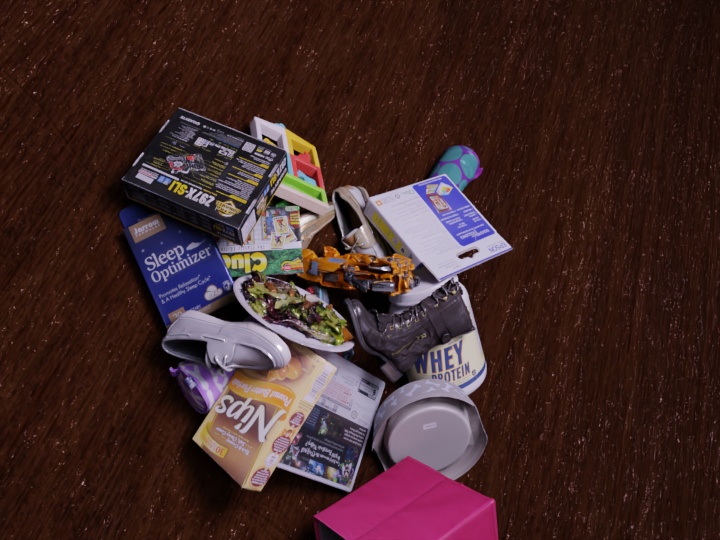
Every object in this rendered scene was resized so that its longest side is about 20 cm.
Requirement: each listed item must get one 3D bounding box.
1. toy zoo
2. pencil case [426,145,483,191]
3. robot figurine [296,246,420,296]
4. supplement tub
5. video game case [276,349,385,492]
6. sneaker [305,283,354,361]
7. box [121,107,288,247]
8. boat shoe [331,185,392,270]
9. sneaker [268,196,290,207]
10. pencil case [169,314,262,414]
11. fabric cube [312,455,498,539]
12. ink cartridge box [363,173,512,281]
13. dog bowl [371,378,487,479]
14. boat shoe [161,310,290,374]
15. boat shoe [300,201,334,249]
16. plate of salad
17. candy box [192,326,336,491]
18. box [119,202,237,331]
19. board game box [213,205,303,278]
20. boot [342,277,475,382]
[{"bbox_3d":[-0.124,-0.188,1.144,0.129,0.021,0.203,22,37,-32],"label":"toy zoo"},{"bbox_3d":[0.169,-0.157,1.337,0.091,0.086,0.202,28,59,6],"label":"pencil case"},{"bbox_3d":[0.000,0.000,1.096,0.144,0.195,0.060,-11,106,-59],"label":"robot figurine"},{"bbox_3d":[0.129,0.106,1.160,0.143,0.143,0.205,-32,112,-36],"label":"supplement tub"},{"bbox_3d":[-0.049,0.230,1.045,0.199,0.023,0.187,36,67,-45],"label":"video game case"},{"bbox_3d":[-0.057,0.125,1.118,0.094,0.078,0.207,1,81,-44],"label":"sneaker"},{"bbox_3d":[-0.227,-0.143,1.005,0.195,0.050,0.162,21,60,9],"label":"box"},{"bbox_3d":[-0.001,-0.055,1.197,0.067,0.074,0.205,-1,64,-49],"label":"boat shoe"},{"bbox_3d":[-0.201,-0.145,1.095,0.195,0.085,0.080,19,65,-26],"label":"sneaker"},{"bbox_3d":[-0.190,0.128,1.020,0.085,0.085,0.199,42,52,15],"label":"pencil case"},{"bbox_3d":[0.074,0.432,0.984,0.196,0.197,0.203,-19,107,-35],"label":"fabric cube"},{"bbox_3d":[0.135,-0.070,1.178,0.194,0.048,0.202,-19,62,-36],"label":"ink cartridge box"},{"bbox_3d":[0.109,0.266,1.109,0.196,0.203,0.059,24,23,-23],"label":"dog bowl"},{"bbox_3d":[-0.188,0.106,0.920,0.195,0.074,0.069,16,43,22],"label":"boat shoe"},{"bbox_3d":[-0.117,-0.047,1.137,0.197,0.071,0.078,-32,104,-26],"label":"boat shoe"},{"bbox_3d":[-0.091,0.052,0.980,0.196,0.201,0.049,20,108,-26],"label":"plate of salad"},{"bbox_3d":[-0.135,0.188,0.953,0.203,0.114,0.055,-57,149,-7],"label":"candy box"},{"bbox_3d":[-0.274,-0.024,1.012,0.119,0.032,0.204,-26,86,-10],"label":"box"},{"bbox_3d":[-0.188,-0.042,1.053,0.193,0.023,0.109,-4,85,-8],"label":"board game box"},{"bbox_3d":[0.078,0.067,1.024,0.172,0.070,0.201,-35,131,3],"label":"boot"}]
